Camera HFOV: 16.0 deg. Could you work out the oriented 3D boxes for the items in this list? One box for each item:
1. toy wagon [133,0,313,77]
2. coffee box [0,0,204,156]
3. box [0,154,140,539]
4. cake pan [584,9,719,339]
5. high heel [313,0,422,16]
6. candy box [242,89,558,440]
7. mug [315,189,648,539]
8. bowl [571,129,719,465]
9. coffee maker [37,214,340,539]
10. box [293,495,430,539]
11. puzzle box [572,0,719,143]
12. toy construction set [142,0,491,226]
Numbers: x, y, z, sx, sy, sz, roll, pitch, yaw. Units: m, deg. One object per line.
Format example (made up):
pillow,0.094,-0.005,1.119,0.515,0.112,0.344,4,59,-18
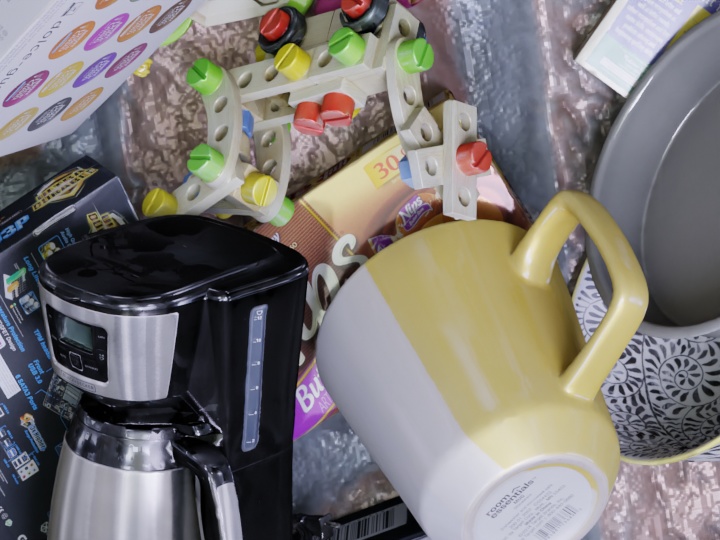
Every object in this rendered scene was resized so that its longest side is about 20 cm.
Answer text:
toy wagon,-0.086,-0.203,1.451,0.155,0.040,0.201,34,99,-3
coffee box,-0.198,-0.192,1.336,0.200,0.198,0.200,-41,83,27
box,-0.167,0.062,1.422,0.159,0.046,0.201,-35,121,-15
cake pan,0.204,-0.051,1.376,0.037,0.200,0.201,26,101,-34
high heel,0.075,-0.167,1.427,0.199,0.067,0.096,-31,75,4
candy box,0.000,0.000,1.473,0.199,0.056,0.117,-33,97,6
mug,0.068,0.064,1.375,0.148,0.154,0.187,-10,133,-15
bowl,0.215,0.029,1.426,0.094,0.201,0.201,26,101,-32
coffee maker,-0.094,0.076,1.378,0.134,0.192,0.201,11,110,18
box,0.030,0.243,1.487,0.148,0.107,0.201,-21,99,4
puzzle box,0.238,-0.119,1.461,0.199,0.025,0.133,35,99,-4
toy construction set,-0.021,-0.080,1.398,0.199,0.092,0.132,-1,61,28
